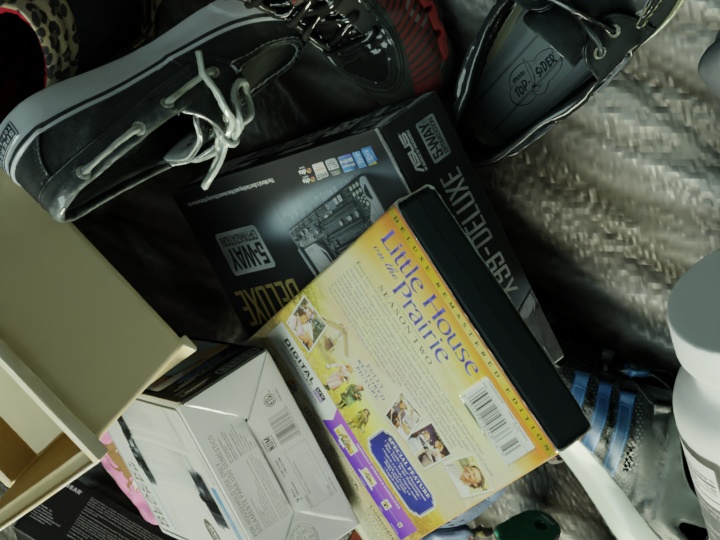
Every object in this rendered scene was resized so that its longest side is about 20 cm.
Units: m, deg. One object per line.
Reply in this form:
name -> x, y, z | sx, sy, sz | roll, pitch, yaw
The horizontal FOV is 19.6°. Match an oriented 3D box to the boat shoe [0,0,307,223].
boat shoe -> -0.092, -0.084, 1.083 | 0.068, 0.199, 0.074 | 46, 139, 20

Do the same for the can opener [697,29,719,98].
can opener -> 0.236, -0.037, 1.026 | 0.200, 0.053, 0.067 | 44, 133, -4

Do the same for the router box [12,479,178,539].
router box -> -0.133, 0.224, 1.406 | 0.199, 0.052, 0.157 | 30, 158, 8

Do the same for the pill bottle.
pill bottle -> 0.226, 0.090, 1.074 | 0.115, 0.116, 0.201 | 1, 129, 30

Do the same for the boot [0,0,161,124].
boot -> -0.167, -0.113, 1.143 | 0.073, 0.151, 0.200 | 36, 134, 2

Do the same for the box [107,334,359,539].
box -> -0.086, 0.103, 1.202 | 0.117, 0.060, 0.200 | 63, 161, -13

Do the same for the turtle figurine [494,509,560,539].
turtle figurine -> 0.105, 0.248, 1.288 | 0.149, 0.101, 0.201 | 16, 124, 0

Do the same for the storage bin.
storage bin -> -0.220, 0.028, 1.127 | 0.200, 0.094, 0.198 | 46, 144, -6

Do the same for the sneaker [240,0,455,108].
sneaker -> -0.028, -0.152, 1.068 | 0.071, 0.098, 0.201 | -23, 111, 38

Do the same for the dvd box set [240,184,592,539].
dvd box set -> 0.022, 0.059, 1.084 | 0.147, 0.029, 0.200 | 56, 145, 6

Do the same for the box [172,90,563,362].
box -> 0.000, 0.000, 1.139 | 0.199, 0.050, 0.159 | -12, 108, 52

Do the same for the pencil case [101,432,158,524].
pencil case -> -0.159, 0.068, 1.326 | 0.201, 0.083, 0.087 | 53, 176, -14

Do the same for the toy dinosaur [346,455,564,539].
toy dinosaur -> 0.020, 0.122, 1.214 | 0.181, 0.200, 0.105 | -40, 77, 17

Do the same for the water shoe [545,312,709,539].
water shoe -> 0.141, 0.073, 1.171 | 0.079, 0.072, 0.200 | -34, 103, 15

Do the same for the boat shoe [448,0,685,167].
boat shoe -> 0.100, -0.120, 1.035 | 0.074, 0.066, 0.199 | 43, 134, -5
